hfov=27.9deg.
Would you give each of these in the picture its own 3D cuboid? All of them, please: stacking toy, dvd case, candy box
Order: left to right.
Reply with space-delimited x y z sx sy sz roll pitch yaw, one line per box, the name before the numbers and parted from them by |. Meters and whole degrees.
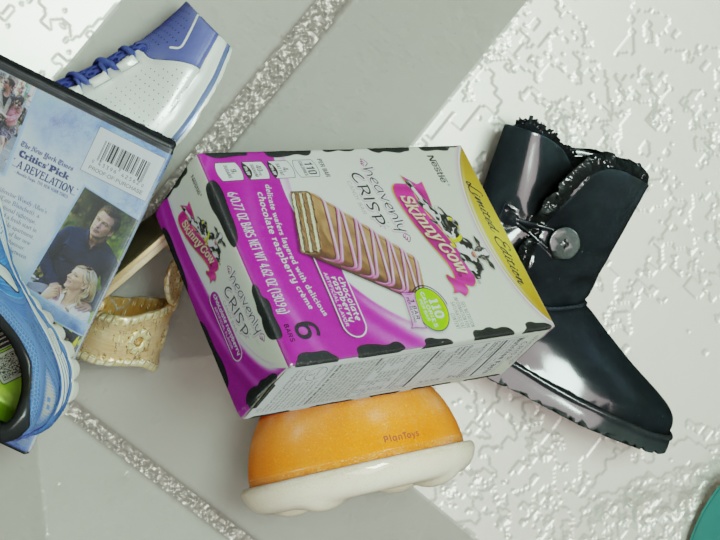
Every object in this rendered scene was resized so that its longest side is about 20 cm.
dvd case | -0.208 -0.014 0.806 0.142 0.018 0.201 26 100 -6
stacking toy | -0.018 0.044 0.894 0.146 0.146 0.201 -10 82 -14
candy box | 0.000 0.000 0.828 0.199 0.061 0.137 -6 61 -41

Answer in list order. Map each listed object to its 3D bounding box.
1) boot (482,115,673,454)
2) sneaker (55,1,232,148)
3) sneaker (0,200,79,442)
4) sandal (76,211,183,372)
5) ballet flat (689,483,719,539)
boot | 0.150 0.010 0.945 0.200 0.076 0.169 27 93 -11
sneaker | -0.172 -0.089 0.840 0.115 0.081 0.200 40 87 -19
sneaker | -0.216 0.002 0.754 0.078 0.089 0.200 -31 99 4
sandal | -0.153 0.040 0.867 0.211 0.078 0.070 -39 107 1
ballet flat | 0.260 0.234 1.019 0.067 0.068 0.201 13 99 -36
